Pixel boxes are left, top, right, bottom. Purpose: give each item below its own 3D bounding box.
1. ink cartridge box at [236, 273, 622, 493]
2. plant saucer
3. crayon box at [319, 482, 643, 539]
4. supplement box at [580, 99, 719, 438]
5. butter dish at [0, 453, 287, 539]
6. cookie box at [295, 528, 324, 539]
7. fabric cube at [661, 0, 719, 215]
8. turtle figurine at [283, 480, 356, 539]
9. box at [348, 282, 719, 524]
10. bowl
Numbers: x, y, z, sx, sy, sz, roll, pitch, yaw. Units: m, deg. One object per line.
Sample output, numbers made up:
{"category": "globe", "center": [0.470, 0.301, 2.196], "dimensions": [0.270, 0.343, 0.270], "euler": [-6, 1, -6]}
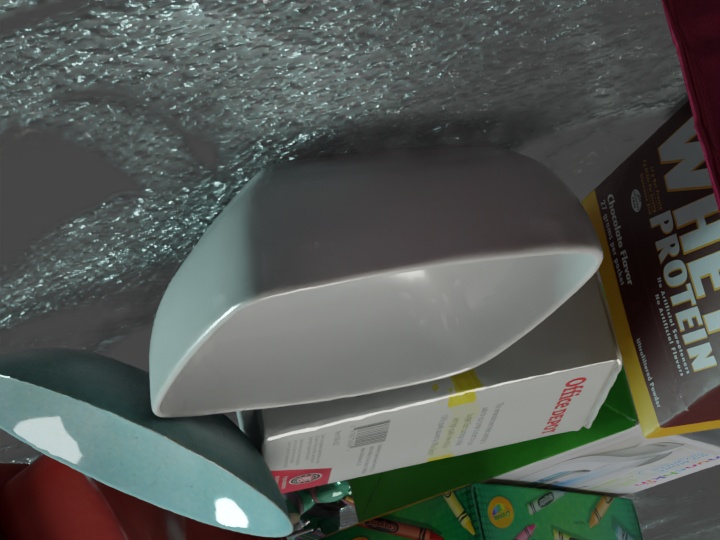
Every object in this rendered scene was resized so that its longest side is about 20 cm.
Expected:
{"category": "ink cartridge box", "center": [0.031, 0.053, 1.417], "dimensions": [0.198, 0.084, 0.145], "euler": [-11, 163, -8]}
{"category": "plant saucer", "center": [-0.121, 0.084, 1.361], "dimensions": [0.200, 0.039, 0.201], "euler": [22, 163, 7]}
{"category": "crayon box", "center": [0.081, 0.181, 1.587], "dimensions": [0.118, 0.059, 0.199], "euler": [-23, 160, 31]}
{"category": "supplement box", "center": [0.248, -0.020, 1.267], "dimensions": [0.196, 0.134, 0.200], "euler": [-7, 162, -22]}
{"category": "butter dish", "center": [-0.115, 0.159, 1.537], "dimensions": [0.199, 0.200, 0.148], "euler": [8, 130, -51]}
{"category": "cookie box", "center": [-0.045, 0.225, 1.804], "dimensions": [0.170, 0.076, 0.200], "euler": [16, 178, 28]}
{"category": "fabric cube", "center": [0.223, -0.082, 0.922], "dimensions": [0.195, 0.202, 0.199], "euler": [-17, 163, 15]}
{"category": "turtle figurine", "center": [0.011, 0.155, 1.704], "dimensions": [0.149, 0.101, 0.200], "euler": [16, 176, -4]}
{"category": "box", "center": [0.112, 0.092, 1.596], "dimensions": [0.199, 0.097, 0.176], "euler": [-22, 160, 25]}
{"category": "bowl", "center": [0.000, 0.000, 1.233], "dimensions": [0.198, 0.075, 0.200], "euler": [-6, 162, -23]}
